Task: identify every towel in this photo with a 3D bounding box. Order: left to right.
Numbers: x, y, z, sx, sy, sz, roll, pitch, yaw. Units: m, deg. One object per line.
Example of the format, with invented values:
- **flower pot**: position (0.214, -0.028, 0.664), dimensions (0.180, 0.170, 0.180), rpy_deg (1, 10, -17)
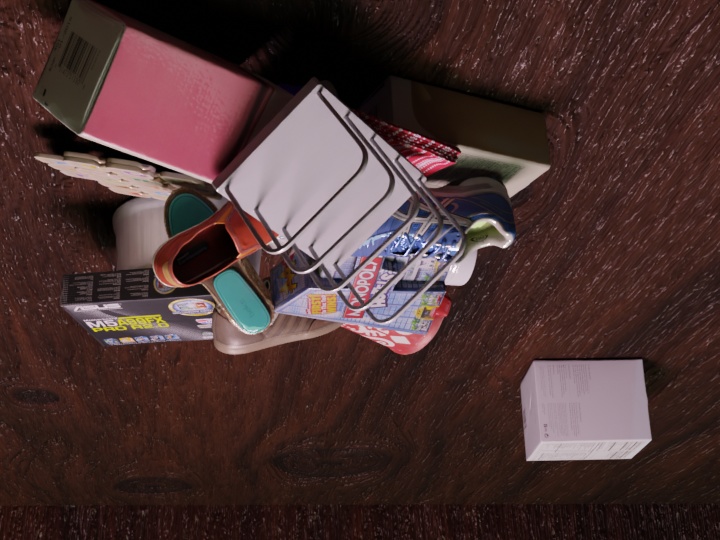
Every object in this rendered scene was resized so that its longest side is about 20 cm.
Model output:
- **towel**: position (-0.014, -0.118, 1.266), dimensions (0.199, 0.023, 0.144), rpy_deg (15, 153, -34)

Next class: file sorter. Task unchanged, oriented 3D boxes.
- **file sorter**: position (-0.011, -0.054, 1.164), dimensions (0.139, 0.125, 0.200), rpy_deg (-44, 140, 9)

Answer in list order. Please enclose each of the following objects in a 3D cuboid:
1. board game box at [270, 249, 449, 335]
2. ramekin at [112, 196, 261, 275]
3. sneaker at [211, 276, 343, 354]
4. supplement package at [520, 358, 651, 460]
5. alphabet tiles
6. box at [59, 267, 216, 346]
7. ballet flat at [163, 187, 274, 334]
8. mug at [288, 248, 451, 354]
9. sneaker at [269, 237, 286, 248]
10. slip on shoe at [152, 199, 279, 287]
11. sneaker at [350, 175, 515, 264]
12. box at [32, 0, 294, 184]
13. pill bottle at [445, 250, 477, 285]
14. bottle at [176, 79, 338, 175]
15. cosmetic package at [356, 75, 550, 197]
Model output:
- **board game box**: position (0.000, 0.000, 1.422), dimensions (0.199, 0.062, 0.200), rpy_deg (1, 148, -11)
- **ramekin**: position (-0.222, -0.019, 1.583), dimensions (0.199, 0.098, 0.201), rpy_deg (-2, 157, -1)
- **sneaker**: position (-0.088, 0.042, 1.504), dimensions (0.199, 0.070, 0.076), rpy_deg (-20, 126, -28)
- **supplement package**: position (0.405, 0.255, 2.223), dimensions (0.199, 0.153, 0.151), rpy_deg (-1, 158, -3)
- **alphabet tiles**: position (-0.262, -0.103, 1.392), dimensions (0.194, 0.015, 0.200), rpy_deg (9, 174, 7)
- **box**: position (-0.257, 0.046, 1.551), dimensions (0.199, 0.045, 0.160), rpy_deg (-4, 158, 7)
- **ballet flat**: position (-0.165, -0.014, 1.401), dimensions (0.070, 0.065, 0.201), rpy_deg (-26, 115, 2)
- **mug**: position (0.017, 0.015, 1.660), dimensions (0.199, 0.134, 0.177), rpy_deg (22, 142, -36)
- **sneaker**: position (-0.047, -0.075, 1.437), dimensions (0.199, 0.081, 0.147), rpy_deg (16, 134, -18)
- **slip on shoe**: position (-0.134, -0.043, 1.333), dimensions (0.199, 0.074, 0.061), rpy_deg (-33, -158, -11)
- **sneaker**: position (0.072, -0.046, 1.304), dimensions (0.199, 0.077, 0.076), rpy_deg (-14, 140, -8)
- **box**: position (-0.183, -0.163, 1.155), dimensions (0.199, 0.109, 0.128), rpy_deg (18, -169, -41)
- **pill bottle**: position (0.039, -0.035, 1.539), dimensions (0.199, 0.116, 0.116), rpy_deg (4, 157, -16)
- **bottle**: position (-0.117, -0.154, 1.302), dimensions (0.199, 0.066, 0.083), rpy_deg (-12, 155, 24)
- **cosmetic package**: position (0.097, -0.140, 1.342), dimensions (0.199, 0.072, 0.105), rpy_deg (10, 154, -26)
